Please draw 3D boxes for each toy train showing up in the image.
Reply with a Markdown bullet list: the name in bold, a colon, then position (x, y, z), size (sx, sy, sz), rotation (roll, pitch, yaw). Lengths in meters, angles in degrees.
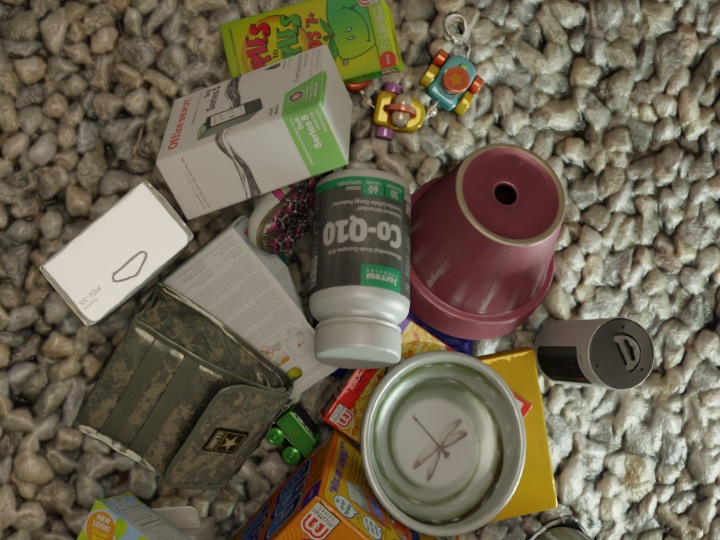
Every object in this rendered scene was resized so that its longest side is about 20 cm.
- **toy train**: position (0.057, -0.245, 1.401), size (0.198, 0.056, 0.152), rotation (-16, 91, -10)
- **toy train**: position (-0.034, 0.243, 1.363), size (0.056, 0.042, 0.200), rotation (-39, 95, 19)

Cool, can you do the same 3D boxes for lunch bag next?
- **lunch bag**: position (-0.191, 0.144, 1.285), size (0.199, 0.118, 0.165), rotation (32, 114, -8)

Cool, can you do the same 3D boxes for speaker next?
- **speaker**: position (0.270, 0.096, 1.349), size (0.080, 0.200, 0.082), rotation (1, 87, -10)

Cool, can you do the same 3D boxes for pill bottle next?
- **pill bottle**: position (0.000, 0.000, 1.269), size (0.112, 0.113, 0.202), rotation (5, 71, -10)

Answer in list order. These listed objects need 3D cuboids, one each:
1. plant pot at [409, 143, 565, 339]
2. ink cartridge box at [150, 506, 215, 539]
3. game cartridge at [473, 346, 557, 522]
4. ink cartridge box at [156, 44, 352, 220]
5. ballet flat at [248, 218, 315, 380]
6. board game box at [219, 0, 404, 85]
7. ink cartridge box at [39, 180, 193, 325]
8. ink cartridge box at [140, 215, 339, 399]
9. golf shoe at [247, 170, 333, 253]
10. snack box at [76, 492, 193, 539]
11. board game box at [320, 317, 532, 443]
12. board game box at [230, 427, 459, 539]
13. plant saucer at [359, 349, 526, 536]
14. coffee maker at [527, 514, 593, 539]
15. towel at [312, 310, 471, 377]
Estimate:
- **plant pot**: position (0.144, -0.044, 1.315), size (0.198, 0.179, 0.202), rotation (5, 64, -11)
- **ink cartridge box**: position (-0.228, 0.361, 1.277), size (0.127, 0.125, 0.203), rotation (-3, 88, 2)
- **game cartridge**: position (0.139, 0.206, 1.389), size (0.174, 0.032, 0.202), rotation (-10, 97, -6)
- **ink cartridge box**: position (-0.116, -0.155, 1.281), size (0.198, 0.146, 0.085), rotation (-18, 124, 13)
- **ballet flat**: position (-0.106, 0.039, 1.354), size (0.067, 0.067, 0.202), rotation (-32, 79, 30)
- **board game box**: position (-0.057, -0.262, 1.351), size (0.198, 0.048, 0.103), rotation (-13, 90, 11)
- **ink cartridge box**: position (-0.263, -0.015, 1.260), size (0.146, 0.200, 0.083), rotation (-41, 95, -9)
- **ink cartridge box**: position (-0.131, 0.060, 1.321), size (0.162, 0.050, 0.200), rotation (-35, 102, 26)
- **golf shoe**: position (-0.097, -0.082, 1.315), size (0.091, 0.200, 0.073), rotation (12, 121, 11)
- **snack box**: position (-0.212, 0.350, 1.155), size (0.199, 0.068, 0.170), rotation (30, 98, 19)
- **board game box**: position (0.076, 0.160, 1.336), size (0.199, 0.046, 0.152), rotation (34, 91, -9)
- **board game box**: position (-0.028, 0.338, 1.258), size (0.200, 0.200, 0.200), rotation (42, 102, -5)
- **plant saucer**: position (0.086, 0.191, 1.276), size (0.198, 0.050, 0.203), rotation (3, 81, -20)
- **coffee maker**: position (0.294, 0.389, 1.342), size (0.191, 0.200, 0.136), rotation (30, 84, -7)
- **towel**: position (0.041, 0.057, 1.388), size (0.197, 0.050, 0.150), rotation (2, 86, -10)
